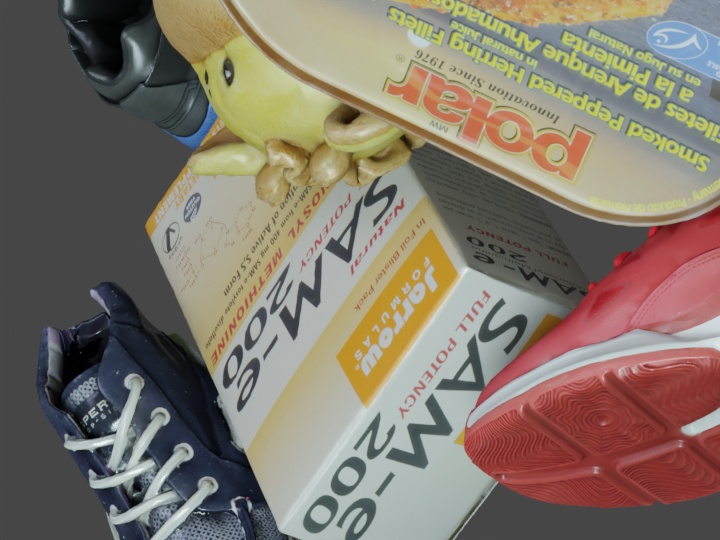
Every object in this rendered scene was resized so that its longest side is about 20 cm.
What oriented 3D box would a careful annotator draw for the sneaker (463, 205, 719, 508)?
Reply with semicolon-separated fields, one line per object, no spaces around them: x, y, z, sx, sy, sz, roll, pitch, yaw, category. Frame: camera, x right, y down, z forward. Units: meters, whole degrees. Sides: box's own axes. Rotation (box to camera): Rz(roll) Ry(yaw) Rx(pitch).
0.119;-0.004;0.879;0.199;0.078;0.116;-25;43;32;sneaker

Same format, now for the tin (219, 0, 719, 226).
0.041;-0.088;0.834;0.042;0.199;0.112;-44;-24;-52;tin

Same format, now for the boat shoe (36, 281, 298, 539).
-0.075;0.084;1.007;0.075;0.093;0.200;-41;29;9;boat shoe

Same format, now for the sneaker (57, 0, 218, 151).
-0.078;-0.142;1.192;0.077;0.111;0.201;-35;45;41;sneaker

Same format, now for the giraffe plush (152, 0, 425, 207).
-0.008;-0.108;0.964;0.162;0.199;0.173;-54;-8;-19;giraffe plush

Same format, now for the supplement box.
0.000;0.000;1.032;0.126;0.073;0.200;-55;35;20;supplement box
